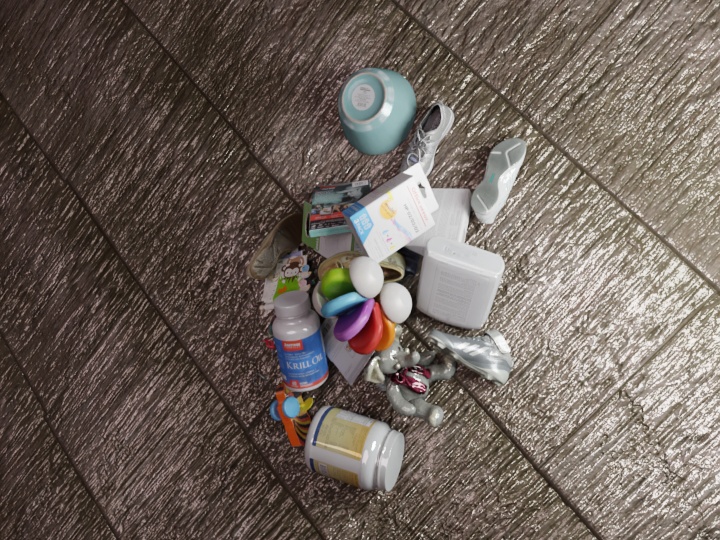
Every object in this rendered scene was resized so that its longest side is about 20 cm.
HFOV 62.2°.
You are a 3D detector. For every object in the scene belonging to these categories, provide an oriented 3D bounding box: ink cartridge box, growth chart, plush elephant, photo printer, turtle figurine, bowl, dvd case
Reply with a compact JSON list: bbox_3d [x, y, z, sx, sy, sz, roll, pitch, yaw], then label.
[{"bbox_3d":[0.074,-0.119,1.227,0.197,0.068,0.117,-34,112,-7],"label":"ink cartridge box"},{"bbox_3d":[-0.181,0.012,1.435,0.141,0.018,0.204,-20,45,17],"label":"growth chart"},{"bbox_3d":[0.092,0.210,1.274,0.195,0.157,0.167,3,46,36],"label":"plush elephant"},{"bbox_3d":[0.200,0.036,1.245,0.161,0.204,0.070,18,49,12],"label":"photo printer"},{"bbox_3d":[-0.059,-0.085,1.386,0.198,0.058,0.107,32,124,44],"label":"ink cartridge box"},{"bbox_3d":[0.137,-0.107,1.310,0.193,0.051,0.165,2,56,24],"label":"ink cartridge box"},{"bbox_3d":[-0.003,0.130,1.359,0.173,0.043,0.203,43,103,39],"label":"ink cartridge box"},{"bbox_3d":[-0.166,0.123,1.430,0.144,0.101,0.208,5,80,16],"label":"turtle figurine"},{"bbox_3d":[0.025,-0.383,1.385,0.194,0.105,0.209,-1,86,21],"label":"bowl"},{"bbox_3d":[-0.042,-0.144,1.343,0.141,0.203,0.023,-8,126,3],"label":"dvd case"}]

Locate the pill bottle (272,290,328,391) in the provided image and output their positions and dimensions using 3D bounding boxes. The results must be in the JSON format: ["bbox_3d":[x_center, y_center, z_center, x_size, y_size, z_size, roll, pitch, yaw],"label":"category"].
[{"bbox_3d":[-0.138,0.155,1.335,0.108,0.113,0.207,-1,114,21],"label":"pill bottle"}]

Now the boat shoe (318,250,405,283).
[{"bbox_3d":[0.000,0.000,1.282,0.193,0.063,0.076,-9,113,10],"label":"boat shoe"}]

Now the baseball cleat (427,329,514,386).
[{"bbox_3d":[0.235,0.158,1.259,0.197,0.070,0.109,33,76,-10],"label":"baseball cleat"}]

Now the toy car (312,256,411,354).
[{"bbox_3d":[-0.004,0.087,1.202,0.173,0.199,0.153,-29,33,37],"label":"toy car"}]

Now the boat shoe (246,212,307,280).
[{"bbox_3d":[-0.206,-0.061,1.452,0.202,0.072,0.064,-54,25,-20],"label":"boat shoe"}]

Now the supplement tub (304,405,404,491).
[{"bbox_3d":[-0.012,0.394,1.318,0.194,0.144,0.150,11,90,22],"label":"supplement tub"}]

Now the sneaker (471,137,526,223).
[{"bbox_3d":[0.296,-0.193,1.282,0.069,0.080,0.204,24,76,28],"label":"sneaker"}]

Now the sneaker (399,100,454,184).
[{"bbox_3d":[0.136,-0.288,1.336,0.073,0.082,0.205,25,90,25],"label":"sneaker"}]

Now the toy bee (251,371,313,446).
[{"bbox_3d":[-0.160,0.305,1.416,0.128,0.108,0.206,4,118,35],"label":"toy bee"}]

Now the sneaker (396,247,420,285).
[{"bbox_3d":[0.046,-0.045,1.364,0.196,0.077,0.151,15,89,21],"label":"sneaker"}]
